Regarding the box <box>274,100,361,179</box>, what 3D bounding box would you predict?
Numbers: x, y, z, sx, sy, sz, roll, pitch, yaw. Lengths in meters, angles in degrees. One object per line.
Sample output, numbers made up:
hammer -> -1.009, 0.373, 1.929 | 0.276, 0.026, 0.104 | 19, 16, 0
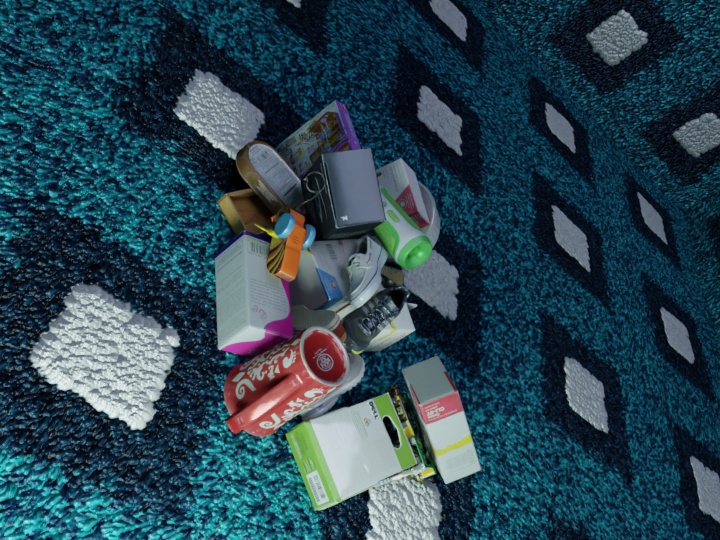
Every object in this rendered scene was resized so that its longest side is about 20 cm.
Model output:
box -> -0.095, -0.255, 1.661 | 0.039, 0.199, 0.138 | 10, 56, -52

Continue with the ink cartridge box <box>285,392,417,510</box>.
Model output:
ink cartridge box -> -0.013, 0.324, 1.382 | 0.199, 0.076, 0.149 | -12, 72, -39

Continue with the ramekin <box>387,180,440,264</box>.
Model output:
ramekin -> 0.094, -0.106, 1.775 | 0.094, 0.201, 0.204 | 36, 35, -58

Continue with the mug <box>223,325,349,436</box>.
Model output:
mug -> -0.123, 0.199, 1.280 | 0.133, 0.200, 0.178 | 36, 40, -25

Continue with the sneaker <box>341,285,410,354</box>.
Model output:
sneaker -> 0.027, 0.084, 1.447 | 0.074, 0.081, 0.200 | 49, 41, -6

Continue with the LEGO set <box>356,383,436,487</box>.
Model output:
LEGO set -> 0.059, 0.336, 1.491 | 0.154, 0.115, 0.201 | 29, 38, -77

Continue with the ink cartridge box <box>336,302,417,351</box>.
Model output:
ink cartridge box -> 0.030, 0.118, 1.587 | 0.199, 0.116, 0.068 | 4, 61, -46

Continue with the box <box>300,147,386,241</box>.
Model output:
box -> -0.039, -0.141, 1.512 | 0.104, 0.200, 0.149 | -9, 86, -18

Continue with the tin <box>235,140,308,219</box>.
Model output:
tin -> -0.176, -0.183, 1.594 | 0.200, 0.042, 0.112 | 49, 41, -10

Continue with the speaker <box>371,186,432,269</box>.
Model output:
speaker -> 0.063, -0.094, 1.580 | 0.088, 0.089, 0.200 | 5, 37, -47

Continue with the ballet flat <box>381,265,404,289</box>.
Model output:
ballet flat -> 0.021, 0.008, 1.712 | 0.199, 0.071, 0.071 | 22, 47, -37

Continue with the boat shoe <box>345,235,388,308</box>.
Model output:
boat shoe -> 0.000, 0.000, 1.480 | 0.067, 0.073, 0.200 | 44, 25, -12

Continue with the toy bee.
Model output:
toy bee -> -0.129, -0.072, 1.415 | 0.131, 0.108, 0.200 | 49, 59, -24

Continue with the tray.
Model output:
tray -> -0.197, -0.124, 1.583 | 0.200, 0.037, 0.099 | -23, 81, -54

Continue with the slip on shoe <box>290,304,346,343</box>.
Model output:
slip on shoe -> -0.098, 0.107, 1.403 | 0.074, 0.199, 0.061 | -47, 118, -29

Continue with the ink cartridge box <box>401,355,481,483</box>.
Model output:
ink cartridge box -> 0.161, 0.297, 1.520 | 0.145, 0.083, 0.201 | -119, -171, -66

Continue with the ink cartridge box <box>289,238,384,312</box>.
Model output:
ink cartridge box -> -0.060, 0.021, 1.552 | 0.199, 0.125, 0.129 | -4, 67, -51

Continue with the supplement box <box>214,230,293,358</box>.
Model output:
supplement box -> -0.197, 0.047, 1.397 | 0.101, 0.103, 0.201 | 22, 47, -39

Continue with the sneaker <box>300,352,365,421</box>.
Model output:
sneaker -> -0.058, 0.200, 1.451 | 0.082, 0.074, 0.200 | 61, 36, -9

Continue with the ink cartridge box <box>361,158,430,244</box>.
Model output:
ink cartridge box -> 0.036, -0.139, 1.711 | 0.085, 0.199, 0.147 | 33, 37, -58
